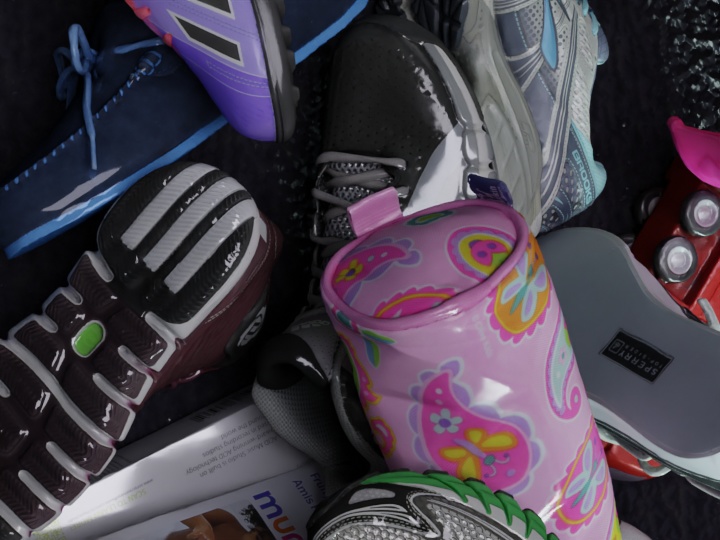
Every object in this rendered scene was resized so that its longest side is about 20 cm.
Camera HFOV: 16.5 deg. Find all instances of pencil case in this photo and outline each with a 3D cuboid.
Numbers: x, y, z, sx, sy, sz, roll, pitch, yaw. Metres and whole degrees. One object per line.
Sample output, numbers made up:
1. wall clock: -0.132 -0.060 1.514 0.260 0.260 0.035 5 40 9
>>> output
1. pencil case: 0.047 0.064 0.967 0.087 0.087 0.200 -33 125 -19

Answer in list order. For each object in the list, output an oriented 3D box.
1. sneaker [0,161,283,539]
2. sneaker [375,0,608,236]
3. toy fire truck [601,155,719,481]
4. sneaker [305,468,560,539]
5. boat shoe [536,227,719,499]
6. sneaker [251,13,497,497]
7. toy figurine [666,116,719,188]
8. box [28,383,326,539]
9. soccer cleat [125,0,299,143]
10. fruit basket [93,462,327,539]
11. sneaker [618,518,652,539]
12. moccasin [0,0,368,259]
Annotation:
1. sneaker: -0.100 0.047 0.996 0.200 0.115 0.076 -43 73 8
2. sneaker: 0.060 -0.111 1.070 0.086 0.078 0.201 -16 105 -35
3. toy fire truck: 0.178 0.022 1.128 0.141 0.049 0.200 36 79 -21
4. sneaker: 0.059 0.152 0.909 0.200 0.085 0.078 42 115 -1
5. boat shoe: 0.123 0.043 1.015 0.074 0.199 0.068 -50 123 -8
6. sneaker: 0.000 0.000 1.004 0.115 0.075 0.201 -18 102 -53
7. toy figurine: 0.181 -0.116 1.037 0.200 0.150 0.184 -30 117 -14
8. box: -0.053 0.162 1.043 0.144 0.036 0.200 -25 100 -21
9. soccer cleat: -0.083 -0.134 0.949 0.073 0.068 0.200 -22 86 -11
10. fruit basket: -0.043 0.163 0.933 0.200 0.094 0.185 -19 58 -30
11. sneaker: 0.169 0.172 1.126 0.087 0.075 0.200 -49 116 -23
12. moccasin: -0.085 -0.081 1.006 0.200 0.080 0.068 -42 102 -31
